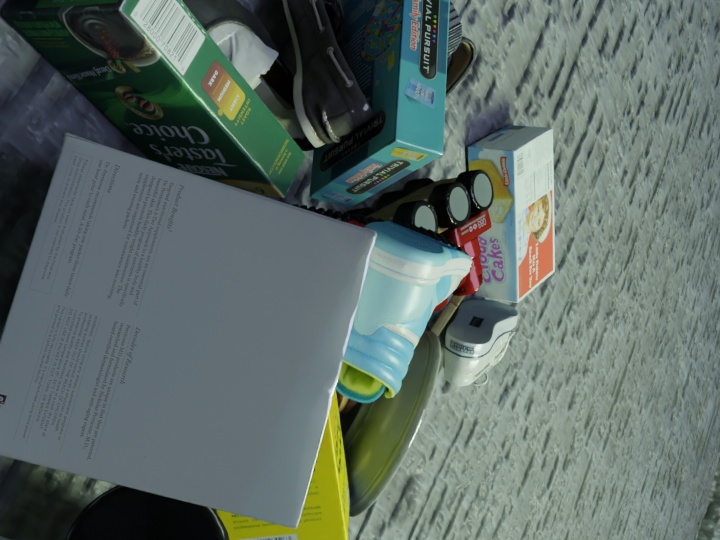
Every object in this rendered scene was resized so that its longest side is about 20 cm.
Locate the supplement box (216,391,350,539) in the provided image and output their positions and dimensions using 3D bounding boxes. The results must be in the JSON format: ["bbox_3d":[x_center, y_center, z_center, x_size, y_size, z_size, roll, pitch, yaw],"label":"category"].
[{"bbox_3d":[-0.070,0.152,0.787,0.109,0.108,0.202,-94,177,-67],"label":"supplement box"}]

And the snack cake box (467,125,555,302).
[{"bbox_3d":[0.196,-0.075,1.181,0.115,0.067,0.202,-32,124,-49],"label":"snack cake box"}]

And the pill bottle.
[{"bbox_3d":[-0.150,0.231,0.669,0.112,0.111,0.200,-57,172,-29],"label":"pill bottle"}]

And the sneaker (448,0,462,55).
[{"bbox_3d":[0.035,-0.292,0.893,0.070,0.082,0.202,-19,92,-7],"label":"sneaker"}]

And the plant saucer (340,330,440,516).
[{"bbox_3d":[0.011,0.143,0.924,0.050,0.200,0.201,27,71,-8],"label":"plant saucer"}]

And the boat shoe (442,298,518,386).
[{"bbox_3d":[0.144,0.097,1.130,0.202,0.074,0.087,-37,141,-67],"label":"boat shoe"}]

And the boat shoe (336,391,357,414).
[{"bbox_3d":[-0.002,0.082,0.848,0.070,0.200,0.071,-16,72,-27],"label":"boat shoe"}]

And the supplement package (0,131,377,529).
[{"bbox_3d":[-0.119,0.042,0.613,0.198,0.147,0.193,17,84,-10],"label":"supplement package"}]

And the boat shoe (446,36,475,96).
[{"bbox_3d":[0.053,-0.188,0.954,0.200,0.060,0.074,-45,133,-39],"label":"boat shoe"}]

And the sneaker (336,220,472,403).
[{"bbox_3d":[0.023,0.033,0.717,0.132,0.079,0.200,-69,164,7],"label":"sneaker"}]

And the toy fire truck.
[{"bbox_3d":[0.069,0.012,0.989,0.176,0.128,0.202,-30,109,-47],"label":"toy fire truck"}]

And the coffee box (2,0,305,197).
[{"bbox_3d":[-0.137,-0.126,0.647,0.200,0.122,0.044,50,58,-50],"label":"coffee box"}]

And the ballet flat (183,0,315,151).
[{"bbox_3d":[-0.086,-0.159,0.744,0.068,0.069,0.200,-45,143,8],"label":"ballet flat"}]

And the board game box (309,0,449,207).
[{"bbox_3d":[0.016,-0.173,0.786,0.047,0.151,0.202,12,72,-27],"label":"board game box"}]

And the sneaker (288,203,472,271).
[{"bbox_3d":[0.000,0.000,0.843,0.070,0.198,0.094,-106,-153,-77],"label":"sneaker"}]

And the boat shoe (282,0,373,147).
[{"bbox_3d":[-0.026,-0.188,0.768,0.067,0.057,0.201,55,23,-54],"label":"boat shoe"}]

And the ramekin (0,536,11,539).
[{"bbox_3d":[-0.251,0.262,0.530,0.203,0.201,0.095,-51,148,-35],"label":"ramekin"}]
